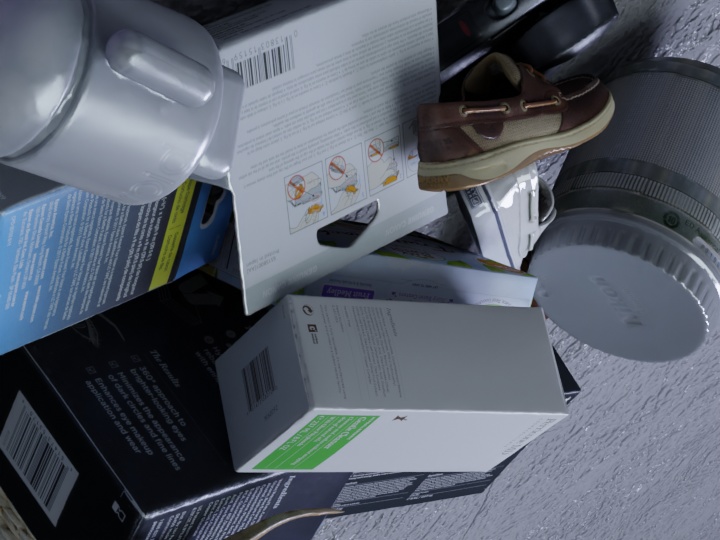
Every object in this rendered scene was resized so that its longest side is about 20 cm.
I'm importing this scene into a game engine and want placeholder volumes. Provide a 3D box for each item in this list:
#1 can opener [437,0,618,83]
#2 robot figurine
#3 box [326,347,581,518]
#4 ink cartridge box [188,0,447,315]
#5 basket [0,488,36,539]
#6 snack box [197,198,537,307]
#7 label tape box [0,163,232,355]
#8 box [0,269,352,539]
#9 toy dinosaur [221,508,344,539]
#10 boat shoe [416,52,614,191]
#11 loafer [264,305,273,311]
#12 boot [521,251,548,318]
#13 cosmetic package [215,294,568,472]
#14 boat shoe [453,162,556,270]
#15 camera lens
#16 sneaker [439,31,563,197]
[{"bbox_3d":[0.077,-0.159,1.518,0.200,0.079,0.063,-28,160,-3],"label":"can opener"},{"bbox_3d":[-0.156,-0.105,1.222,0.200,0.113,0.170,19,161,-42],"label":"robot figurine"},{"bbox_3d":[0.047,0.111,1.686,0.200,0.079,0.141,-3,146,-45],"label":"box"},{"bbox_3d":[-0.026,-0.089,1.398,0.200,0.044,0.174,-27,123,-41],"label":"ink cartridge box"},{"bbox_3d":[-0.191,0.223,1.617,0.135,0.200,0.123,-13,139,-41],"label":"basket"},{"bbox_3d":[0.000,0.000,1.522,0.200,0.142,0.053,7,101,-38],"label":"snack box"},{"bbox_3d":[-0.169,-0.039,1.387,0.200,0.066,0.143,-27,151,-36],"label":"label tape box"},{"bbox_3d":[-0.137,0.103,1.495,0.200,0.197,0.117,-14,145,-40],"label":"box"},{"bbox_3d":[-0.113,0.195,1.407,0.200,0.060,0.106,-35,179,7],"label":"toy dinosaur"},{"bbox_3d":[0.101,-0.110,1.468,0.072,0.072,0.200,-3,-164,42],"label":"boat shoe"},{"bbox_3d":[-0.024,0.055,1.571,0.063,0.200,0.072,-35,149,-28],"label":"loafer"},{"bbox_3d":[0.060,0.063,1.787,0.200,0.069,0.188,-37,-177,-15],"label":"boot"},{"bbox_3d":[0.021,0.075,1.439,0.200,0.085,0.108,4,151,-31],"label":"cosmetic package"},{"bbox_3d":[0.108,-0.045,1.605,0.066,0.072,0.200,-24,159,2],"label":"boat shoe"},{"bbox_3d":[0.229,-0.051,1.699,0.160,0.160,0.200,91,22,-57],"label":"camera lens"},{"bbox_3d":[0.085,-0.114,1.602,0.200,0.060,0.104,-40,158,2],"label":"sneaker"}]
